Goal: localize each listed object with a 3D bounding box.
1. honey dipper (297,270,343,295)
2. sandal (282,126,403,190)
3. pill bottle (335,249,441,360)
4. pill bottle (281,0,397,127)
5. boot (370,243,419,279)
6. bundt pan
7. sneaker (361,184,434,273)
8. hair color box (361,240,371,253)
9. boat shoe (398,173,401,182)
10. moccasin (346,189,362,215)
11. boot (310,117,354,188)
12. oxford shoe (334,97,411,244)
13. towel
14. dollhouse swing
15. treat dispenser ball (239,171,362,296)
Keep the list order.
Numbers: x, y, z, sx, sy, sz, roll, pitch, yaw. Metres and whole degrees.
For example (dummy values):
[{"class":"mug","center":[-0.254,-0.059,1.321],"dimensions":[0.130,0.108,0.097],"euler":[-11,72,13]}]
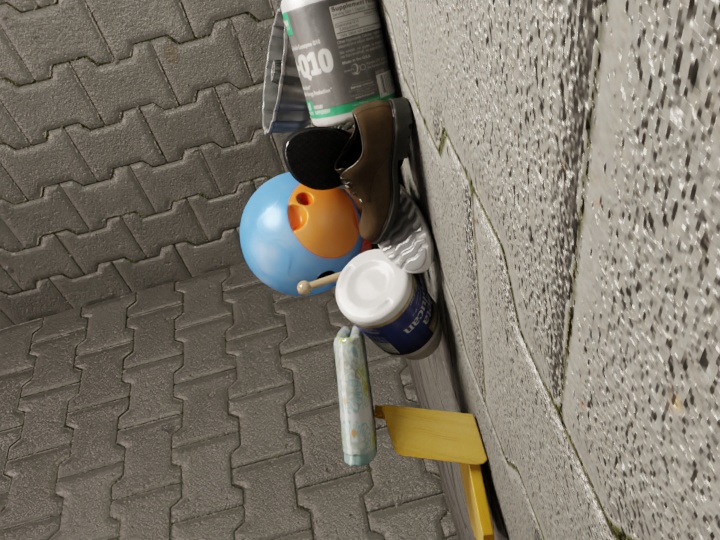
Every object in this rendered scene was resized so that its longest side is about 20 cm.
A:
[{"class":"honey dipper","center":[0.000,0.000,0.966],"dimensions":[0.038,0.199,0.038],"euler":[160,90,-86]},{"class":"sandal","center":[-0.024,-0.145,0.804],"dimensions":[0.045,0.199,0.076],"euler":[29,117,37]},{"class":"pill bottle","center":[0.053,0.061,0.936],"dimensions":[0.200,0.111,0.112],"euler":[47,-157,-54]},{"class":"pill bottle","center":[-0.030,-0.285,0.769],"dimensions":[0.113,0.112,0.201],"euler":[-105,0,-71]},{"class":"boot","center":[0.032,-0.014,1.071],"dimensions":[0.200,0.069,0.133],"euler":[6,-114,-62]},{"class":"bundt pan","center":[-0.107,-0.317,1.035],"dimensions":[0.202,0.075,0.203],"euler":[-175,90,-72]},{"class":"sneaker","center":[0.062,-0.073,0.879],"dimensions":[0.082,0.075,0.201],"euler":[24,-147,-41]},{"class":"hair color box","center":[0.016,-0.032,1.222],"dimensions":[0.101,0.061,0.201],"euler":[31,-151,-60]},{"class":"boat shoe","center":[0.031,-0.139,1.018],"dimensions":[0.091,0.070,0.201],"euler":[78,178,-68]},{"class":"moccasin","center":[-0.015,-0.153,1.172],"dimensions":[0.074,0.077,0.203],"euler":[98,164,-60]},{"class":"boot","center":[-0.036,-0.225,1.027],"dimensions":[0.200,0.072,0.183],"euler":[-82,-12,-70]},{"class":"oxford shoe","center":[0.007,-0.116,0.778],"dimensions":[0.073,0.084,0.201],"euler":[-111,18,-48]},{"class":"towel","center":[-0.009,0.172,0.928],"dimensions":[0.200,0.048,0.173],"euler":[-56,-42,-89]},{"class":"dollhouse swing","center":[0.105,0.300,0.944],"dimensions":[0.200,0.180,0.177],"euler":[77,-162,-76]},{"class":"treat dispenser ball","center":[-0.095,-0.060,1.037],"dimensions":[0.201,0.199,0.202],"euler":[-15,-90,-90]}]
